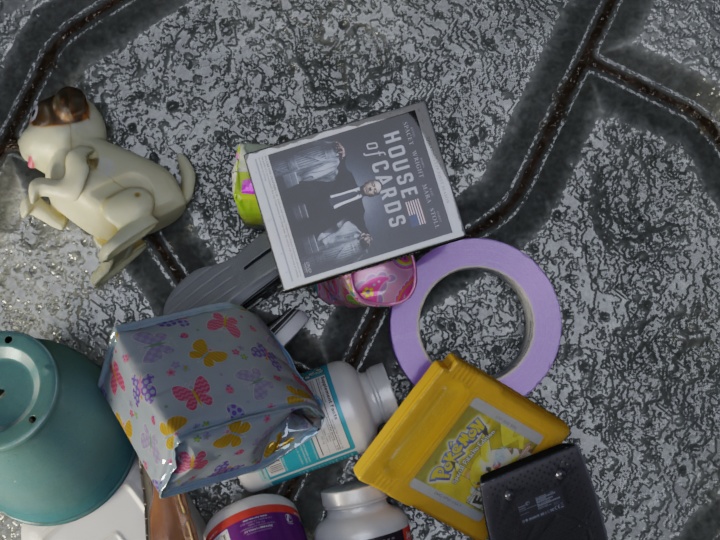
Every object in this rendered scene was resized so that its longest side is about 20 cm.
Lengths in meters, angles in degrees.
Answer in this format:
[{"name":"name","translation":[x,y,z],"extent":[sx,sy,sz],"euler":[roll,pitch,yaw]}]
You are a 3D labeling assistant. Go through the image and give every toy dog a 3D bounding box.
[{"name":"toy dog","translation":[-0.306,-0.116,1.539],"extent":[0.194,0.140,0.200],"euler":[-41,89,-15]}]

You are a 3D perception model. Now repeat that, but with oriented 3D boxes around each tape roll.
[{"name":"tape roll","translation":[0.133,0.064,1.570],"extent":[0.199,0.066,0.201],"euler":[0,87,0]}]

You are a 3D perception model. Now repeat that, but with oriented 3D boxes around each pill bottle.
[{"name":"pill bottle","translation":[0.011,0.346,1.535],"extent":[0.112,0.112,0.201],"euler":[-11,89,-1]},{"name":"pill bottle","translation":[-0.098,0.359,1.485],"extent":[0.112,0.113,0.201],"euler":[-22,56,-1]},{"name":"pill bottle","translation":[-0.056,0.173,1.542],"extent":[0.199,0.111,0.111],"euler":[-20,88,-2]}]

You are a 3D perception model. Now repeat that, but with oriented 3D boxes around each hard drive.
[{"name":"hard drive","translation":[0.212,0.304,1.535],"extent":[0.134,0.042,0.201],"euler":[-20,107,-10]}]

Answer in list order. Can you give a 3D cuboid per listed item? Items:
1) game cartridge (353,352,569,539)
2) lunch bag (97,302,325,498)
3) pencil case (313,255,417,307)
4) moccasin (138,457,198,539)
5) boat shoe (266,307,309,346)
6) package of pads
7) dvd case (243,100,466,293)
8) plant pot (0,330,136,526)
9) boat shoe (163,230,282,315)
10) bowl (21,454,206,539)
[{"name":"game cartridge","translation":[0.117,0.204,1.519],"extent":[0.200,0.032,0.177],"euler":[31,101,-31]},{"name":"lunch bag","translation":[-0.156,0.134,1.444],"extent":[0.199,0.127,0.170],"euler":[-15,53,-34]},{"name":"pencil case","translation":[0.000,0.000,1.503],"extent":[0.087,0.200,0.088],"euler":[0,90,-14]},{"name":"moccasin","translation":[-0.209,0.228,1.505],"extent":[0.077,0.074,0.202],"euler":[-6,65,-7]},{"name":"boat shoe","translation":[-0.152,0.102,1.569],"extent":[0.200,0.070,0.066],"euler":[-41,90,6]},{"name":"package of pads","translation":[-0.066,-0.086,1.505],"extent":[0.154,0.200,0.069],"euler":[4,81,1]},{"name":"dvd case","translation":[-0.006,-0.077,1.392],"extent":[0.199,0.025,0.151],"euler":[-17,86,-1]},{"name":"plant pot","translation":[-0.367,0.159,1.469],"extent":[0.199,0.188,0.201],"euler":[-3,65,7]},{"name":"boat shoe","translation":[-0.139,0.022,1.564],"extent":[0.199,0.071,0.072],"euler":[-29,60,21]},{"name":"bowl","translation":[-0.284,0.327,1.554],"extent":[0.199,0.075,0.200],"euler":[-32,88,0]}]
